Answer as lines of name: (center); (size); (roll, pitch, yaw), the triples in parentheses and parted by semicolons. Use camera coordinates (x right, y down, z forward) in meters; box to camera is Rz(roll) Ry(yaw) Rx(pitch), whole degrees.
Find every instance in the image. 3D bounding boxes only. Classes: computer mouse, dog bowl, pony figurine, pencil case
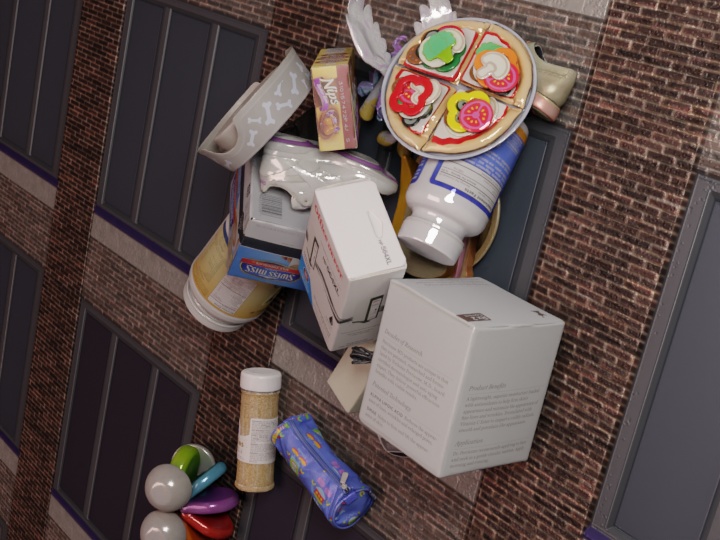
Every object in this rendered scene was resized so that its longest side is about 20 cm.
computer mouse: (0.051, 0.184, 1.550); (0.109, 0.044, 0.200); (2, 129, 14)
dog bowl: (-0.143, -0.222, 1.547); (0.059, 0.200, 0.200); (42, 135, -13)
pony figurine: (0.058, -0.271, 1.514); (0.200, 0.166, 0.193); (131, 127, -63)
pencil case: (-0.060, 0.305, 1.700); (0.200, 0.078, 0.087); (46, 153, 37)

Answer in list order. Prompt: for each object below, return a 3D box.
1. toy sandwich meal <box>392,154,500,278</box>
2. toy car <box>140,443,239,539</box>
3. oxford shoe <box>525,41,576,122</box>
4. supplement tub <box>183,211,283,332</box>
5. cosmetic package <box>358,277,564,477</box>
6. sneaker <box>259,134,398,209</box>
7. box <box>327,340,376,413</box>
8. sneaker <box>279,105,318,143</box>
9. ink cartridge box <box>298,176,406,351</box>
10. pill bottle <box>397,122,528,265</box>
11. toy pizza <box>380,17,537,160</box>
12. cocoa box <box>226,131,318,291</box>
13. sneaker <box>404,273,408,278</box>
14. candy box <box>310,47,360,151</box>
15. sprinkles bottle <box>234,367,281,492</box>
toy sandwich meal: (0.107, -0.081, 1.506); (0.205, 0.070, 0.206); (2, 93, 48)
toy car: (-0.288, 0.408, 1.923); (0.150, 0.175, 0.200); (10, 100, 13)
oxford shoe: (0.199, -0.262, 1.414); (0.200, 0.071, 0.074); (41, 98, 37)
supplement tub: (-0.191, -0.004, 1.789); (0.200, 0.144, 0.145); (-48, 58, 38)
cosmetic package: (0.125, 0.128, 1.390); (0.165, 0.165, 0.200); (29, 112, 46)
sneaker: (-0.047, -0.127, 1.561); (0.075, 0.200, 0.100); (-72, -4, -78)
box: (0.036, 0.113, 1.586); (0.068, 0.082, 0.200); (54, 127, 32)
sneaker: (-0.117, -0.191, 1.738); (0.200, 0.091, 0.076); (-45, 51, 37)
ink cartridge box: (-0.015, -0.006, 1.466); (0.200, 0.084, 0.146); (105, 148, -57)
pill bottle: (0.126, -0.113, 1.400); (0.112, 0.112, 0.200); (17, 78, 47)
toy pizza: (0.118, -0.232, 1.365); (0.200, 0.032, 0.201); (-7, 68, 17)
cocoa box: (-0.120, -0.092, 1.655); (0.131, 0.133, 0.200); (121, 155, -44)
sneaker: (0.000, 0.000, 1.638); (0.200, 0.075, 0.116); (51, 132, 47)
candy box: (-0.033, -0.248, 1.564); (0.200, 0.056, 0.117); (-89, -7, -73)
sprinkles bottle: (-0.171, 0.265, 1.832); (0.068, 0.068, 0.200); (11, 100, 48)
